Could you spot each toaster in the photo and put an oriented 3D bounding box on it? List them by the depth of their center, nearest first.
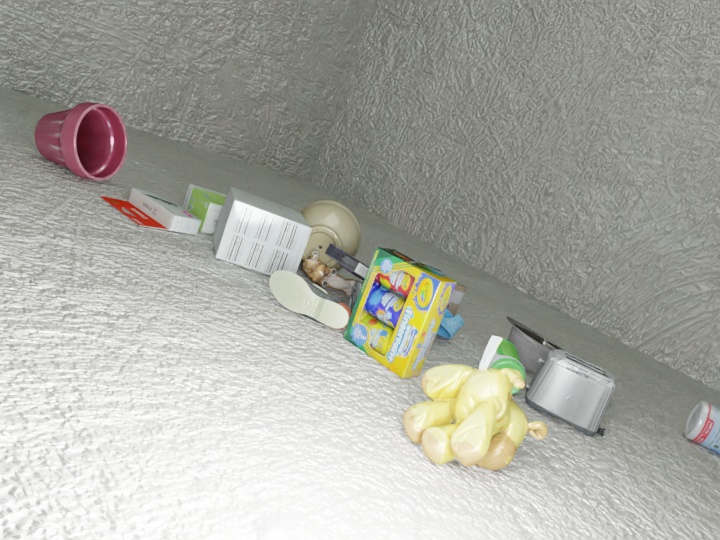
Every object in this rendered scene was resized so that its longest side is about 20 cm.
[{"bbox_3d":[0.465,0.263,1.338,0.197,0.132,0.113,25,12,15],"label":"toaster"}]

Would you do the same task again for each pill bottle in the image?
[{"bbox_3d":[0.969,0.436,1.612,0.197,0.111,0.108,26,11,17],"label":"pill bottle"}]

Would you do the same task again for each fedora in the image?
[{"bbox_3d":[0.458,0.216,1.661,0.197,0.092,0.177,27,11,-11],"label":"fedora"}]

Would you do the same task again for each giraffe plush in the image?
[{"bbox_3d":[0.186,0.225,0.926,0.163,0.200,0.172,50,-11,-34],"label":"giraffe plush"}]

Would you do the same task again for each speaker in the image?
[{"bbox_3d":[0.325,0.216,1.403,0.087,0.090,0.200,23,10,5],"label":"speaker"}]

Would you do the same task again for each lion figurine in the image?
[{"bbox_3d":[-0.060,0.028,1.604,0.198,0.073,0.122,35,-5,-20],"label":"lion figurine"}]

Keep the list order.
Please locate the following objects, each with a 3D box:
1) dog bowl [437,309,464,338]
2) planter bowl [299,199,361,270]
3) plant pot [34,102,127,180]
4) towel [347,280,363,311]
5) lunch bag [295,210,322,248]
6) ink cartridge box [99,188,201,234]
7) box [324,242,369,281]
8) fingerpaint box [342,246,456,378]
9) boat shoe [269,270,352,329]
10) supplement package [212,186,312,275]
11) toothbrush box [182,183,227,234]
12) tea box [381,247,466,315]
[{"bbox_3d":[0.179,0.102,1.558,0.200,0.050,0.111,44,-19,-29],"label":"dog bowl"},{"bbox_3d":[-0.101,-0.078,1.689,0.197,0.203,0.135,22,20,-2],"label":"planter bowl"},{"bbox_3d":[-0.767,-0.353,1.670,0.175,0.205,0.199,8,6,19],"label":"plant pot"},{"bbox_3d":[0.053,0.097,1.413,0.162,0.087,0.200,21,11,-7],"label":"towel"},{"bbox_3d":[-0.142,-0.101,1.888,0.199,0.077,0.161,36,11,-21],"label":"lunch bag"},{"bbox_3d":[-0.528,-0.155,1.550,0.198,0.044,0.172,30,11,33],"label":"ink cartridge box"},{"bbox_3d":[0.000,0.000,1.550,0.141,0.037,0.200,32,-1,19],"label":"box"},{"bbox_3d":[0.073,0.081,1.214,0.165,0.204,0.073,29,14,34],"label":"fingerpaint box"},{"bbox_3d":[-0.102,0.063,1.294,0.197,0.072,0.062,27,5,14],"label":"boat shoe"},{"bbox_3d":[-0.249,-0.092,1.531,0.196,0.150,0.191,19,11,-20],"label":"supplement package"},{"bbox_3d":[-0.399,-0.161,1.729,0.144,0.088,0.199,14,14,-36],"label":"toothbrush box"},{"bbox_3d":[0.150,0.050,1.712,0.197,0.136,0.197,17,12,-30],"label":"tea box"}]
